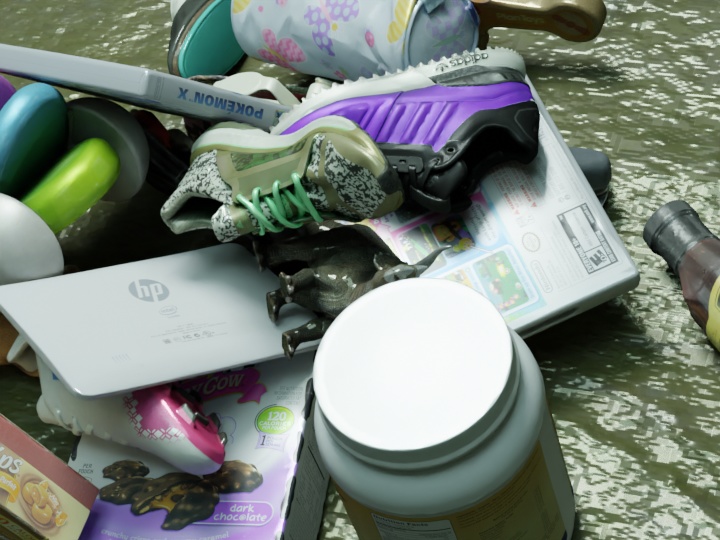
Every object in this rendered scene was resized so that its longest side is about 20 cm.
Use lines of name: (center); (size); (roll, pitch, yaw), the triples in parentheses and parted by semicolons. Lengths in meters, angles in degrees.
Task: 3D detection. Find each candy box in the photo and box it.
candy box: (-0.110, 0.138, 1.367); (0.166, 0.072, 0.201); (-1, 54, 17)
candy box: (-0.280, 0.145, 1.336); (0.199, 0.115, 0.056); (-12, 46, 44)

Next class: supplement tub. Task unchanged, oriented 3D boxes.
supplement tub: (0.052, 0.111, 1.257); (0.143, 0.201, 0.145); (-8, 52, 10)

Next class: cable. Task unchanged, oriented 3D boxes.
cable: (-0.125, -0.079, 1.477); (0.050, 0.097, 0.200); (-49, 30, -9)

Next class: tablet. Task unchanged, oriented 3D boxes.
tablet: (-0.130, 0.029, 1.339); (0.199, 0.014, 0.130); (-11, 38, -36)

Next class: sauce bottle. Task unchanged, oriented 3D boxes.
sauce bottle: (0.258, 0.030, 1.346); (0.066, 0.066, 0.200); (-32, 53, -9)

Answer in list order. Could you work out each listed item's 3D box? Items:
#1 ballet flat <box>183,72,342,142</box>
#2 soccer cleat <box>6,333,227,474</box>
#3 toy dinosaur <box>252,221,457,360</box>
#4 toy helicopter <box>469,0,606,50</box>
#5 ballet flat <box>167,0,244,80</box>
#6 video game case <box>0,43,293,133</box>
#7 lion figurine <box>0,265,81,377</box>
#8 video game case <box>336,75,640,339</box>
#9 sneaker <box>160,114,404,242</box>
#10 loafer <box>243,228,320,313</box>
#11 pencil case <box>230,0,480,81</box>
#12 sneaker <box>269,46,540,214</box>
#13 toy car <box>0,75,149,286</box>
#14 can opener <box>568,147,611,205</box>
ballet flat: (-0.050, -0.118, 1.543); (0.198, 0.071, 0.070); (7, 56, 21)
soccer cleat: (-0.163, 0.088, 1.341); (0.086, 0.070, 0.200); (-47, 51, 1)
toy dinosaur: (-0.012, 0.005, 1.339); (0.101, 0.078, 0.200); (-10, 20, -14)
toy helicopter: (0.088, -0.209, 1.531); (0.198, 0.133, 0.079); (9, 56, 22)
ballet flat: (-0.107, -0.216, 1.644); (0.068, 0.068, 0.200); (14, 48, 36)
video game case: (-0.149, -0.127, 1.445); (0.199, 0.181, 0.022); (14, 92, 43)
lion figurine: (-0.270, 0.044, 1.492); (0.198, 0.073, 0.123); (-14, 50, 15)
video game case: (0.069, -0.034, 1.399); (0.181, 0.024, 0.201); (-24, 60, -4)
sneaker: (-0.054, -0.044, 1.311); (0.199, 0.077, 0.089); (0, 40, 47)
loafer: (0.000, 0.000, 1.437); (0.198, 0.073, 0.072); (-17, 49, 3)
pencil case: (-0.008, -0.184, 1.504); (0.199, 0.091, 0.083); (16, 57, 43)
sneaker: (0.030, -0.079, 1.377); (0.198, 0.070, 0.100); (-18, 62, 0)
toy car: (-0.261, -0.071, 1.422); (0.199, 0.151, 0.175); (-12, 29, 42)
can opener: (0.084, -0.072, 1.470); (0.198, 0.067, 0.054); (2, 54, 9)
